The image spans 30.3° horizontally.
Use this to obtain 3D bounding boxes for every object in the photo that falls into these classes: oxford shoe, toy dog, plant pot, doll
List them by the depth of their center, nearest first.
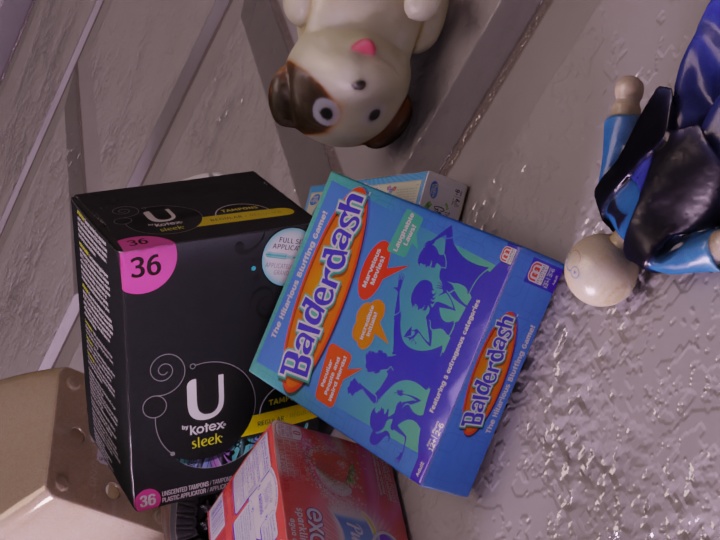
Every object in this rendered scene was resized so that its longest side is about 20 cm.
[{"bbox_3d":[0.163,-0.064,0.678,0.200,0.048,0.137,-64,34,30],"label":"doll"},{"bbox_3d":[-0.012,-0.195,1.027,0.194,0.139,0.201,-30,50,56],"label":"toy dog"},{"bbox_3d":[-0.139,0.147,1.132,0.084,0.072,0.201,-23,53,61],"label":"oxford shoe"},{"bbox_3d":[-0.279,0.205,1.259,0.177,0.199,0.201,-35,42,36],"label":"plant pot"}]

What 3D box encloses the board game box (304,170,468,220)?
[{"bbox_3d":[0.000,0.000,0.989,0.200,0.034,0.135,2,75,64],"label":"board game box"}]

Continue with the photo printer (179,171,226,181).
[{"bbox_3d":[-0.173,0.013,1.294,0.166,0.069,0.201,-7,67,63],"label":"photo printer"}]

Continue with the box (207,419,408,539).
[{"bbox_3d":[-0.027,0.206,0.832,0.103,0.094,0.200,-56,29,30],"label":"box"}]

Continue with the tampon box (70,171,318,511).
[{"bbox_3d":[-0.120,0.046,0.978,0.126,0.149,0.201,38,133,55],"label":"tampon box"}]

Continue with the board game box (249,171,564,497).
[{"bbox_3d":[0.022,0.033,0.849,0.200,0.045,0.153,25,94,51],"label":"board game box"}]
